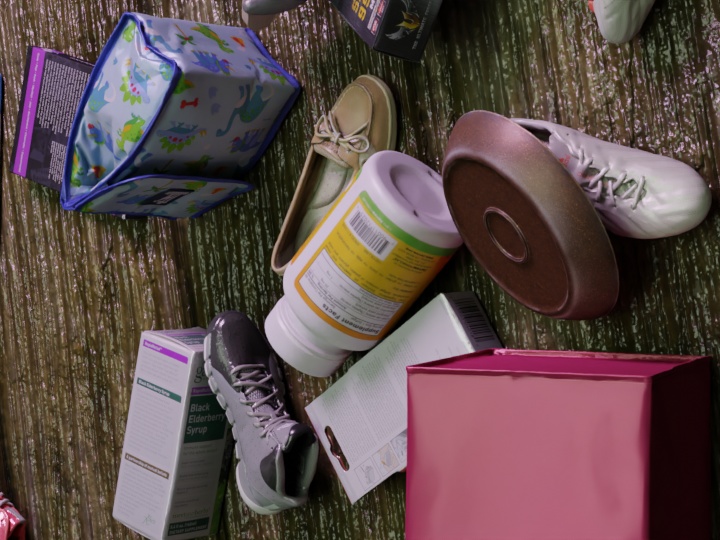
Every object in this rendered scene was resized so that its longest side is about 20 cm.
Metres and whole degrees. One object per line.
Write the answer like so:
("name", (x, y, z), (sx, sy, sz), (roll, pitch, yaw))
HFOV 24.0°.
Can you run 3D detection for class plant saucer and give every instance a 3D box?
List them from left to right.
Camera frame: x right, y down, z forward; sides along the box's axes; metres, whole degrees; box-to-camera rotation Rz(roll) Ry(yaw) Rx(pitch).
("plant saucer", (0.129, -0.036, 1.380), (0.200, 0.034, 0.201), (46, 158, 25))

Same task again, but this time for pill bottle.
("pill bottle", (0.000, 0.000, 1.516), (0.200, 0.111, 0.111), (-51, 61, 29))

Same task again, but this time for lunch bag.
("lunch bag", (-0.181, -0.132, 1.626), (0.128, 0.170, 0.200), (51, 120, 30))

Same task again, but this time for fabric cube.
("fabric cube", (0.157, 0.168, 1.312), (0.195, 0.200, 0.201), (0, 91, 25))

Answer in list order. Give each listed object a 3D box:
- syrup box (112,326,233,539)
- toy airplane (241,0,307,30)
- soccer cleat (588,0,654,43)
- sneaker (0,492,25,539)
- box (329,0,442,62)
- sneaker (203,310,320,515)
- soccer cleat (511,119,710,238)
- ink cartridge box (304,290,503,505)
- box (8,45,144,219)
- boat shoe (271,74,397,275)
("syrup box", (-0.180, 0.162, 1.693), (0.081, 0.079, 0.201), (20, 104, 38))
("toy airplane", (-0.067, -0.310, 1.489), (0.141, 0.200, 0.200), (31, 96, 11))
("soccer cleat", (0.236, -0.276, 1.341), (0.077, 0.069, 0.201), (20, 101, 35))
("sneaker", (-0.416, 0.276, 1.914), (0.086, 0.074, 0.201), (-24, 80, 24))
("box", (0.043, -0.300, 1.466), (0.201, 0.048, 0.159), (-69, 24, 19))
("sneaker", (-0.082, 0.130, 1.596), (0.115, 0.075, 0.201), (-14, 91, 62))
("soccer cleat", (0.186, -0.076, 1.364), (0.199, 0.077, 0.070), (21, 85, 38))
("ink cartridge box", (0.046, 0.117, 1.521), (0.200, 0.050, 0.109), (-41, 67, 34))
("box", (-0.294, -0.149, 1.808), (0.199, 0.036, 0.144), (23, 106, 39))
("boat shoe", (-0.027, -0.085, 1.567), (0.073, 0.063, 0.201), (37, 114, 33))
